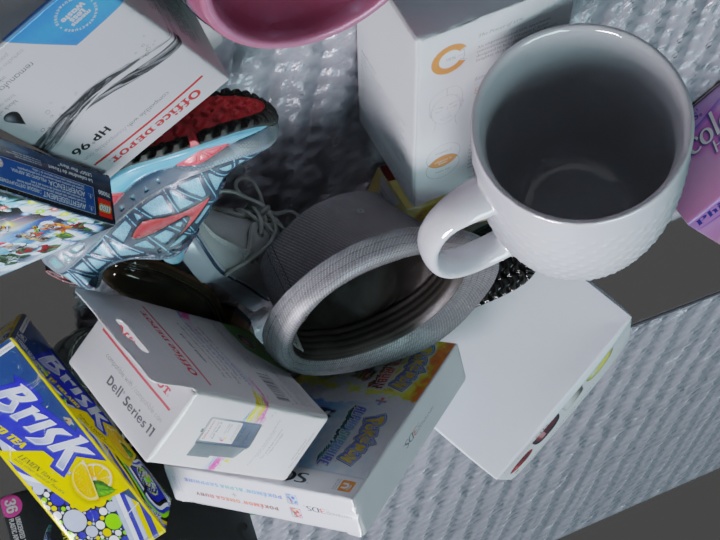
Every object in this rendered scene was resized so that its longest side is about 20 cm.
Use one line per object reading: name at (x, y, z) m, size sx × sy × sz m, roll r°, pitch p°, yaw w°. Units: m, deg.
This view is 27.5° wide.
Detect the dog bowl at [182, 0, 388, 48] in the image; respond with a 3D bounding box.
dog bowl at (-0.037, -0.219, 0.898) m, size 0.200 × 0.074 × 0.200 m, roll -24°, pitch 151°, yaw -14°

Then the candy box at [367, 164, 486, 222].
candy box at (0.044, -0.018, 1.319) m, size 0.115 × 0.055 × 0.200 m, roll -12°, pitch 147°, yaw -30°

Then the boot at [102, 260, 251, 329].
boot at (-0.157, 0.053, 1.163) m, size 0.200 × 0.075 × 0.097 m, roll 39°, pitch 67°, yaw -57°

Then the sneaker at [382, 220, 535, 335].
sneaker at (0.068, 0.009, 1.253) m, size 0.200 × 0.070 × 0.093 m, roll -24°, pitch -178°, yaw 20°

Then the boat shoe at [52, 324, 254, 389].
boat shoe at (-0.174, 0.065, 1.260) m, size 0.062 × 0.073 × 0.200 m, roll 3°, pitch -174°, yaw 41°

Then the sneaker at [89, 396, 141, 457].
sneaker at (-0.206, 0.131, 1.294) m, size 0.129 × 0.080 × 0.199 m, roll -24°, pitch 152°, yaw -15°

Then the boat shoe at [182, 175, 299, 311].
boat shoe at (-0.089, -0.027, 1.157) m, size 0.086 × 0.075 × 0.202 m, roll -34°, pitch 154°, yaw 6°

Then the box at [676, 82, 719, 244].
box at (0.402, -0.114, 1.468) m, size 0.176 × 0.097 × 0.200 m, roll -41°, pitch 150°, yaw 18°

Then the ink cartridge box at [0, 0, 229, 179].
ink cartridge box at (-0.165, -0.130, 0.923) m, size 0.116 × 0.068 × 0.200 m, roll -37°, pitch 152°, yaw 14°

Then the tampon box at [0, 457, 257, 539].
tampon box at (-0.193, 0.251, 1.278) m, size 0.200 × 0.150 × 0.126 m, roll -16°, pitch 161°, yaw -14°

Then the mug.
mug at (0.131, -0.056, 1.042) m, size 0.200 × 0.148 × 0.175 m, roll -28°, pitch 160°, yaw -3°

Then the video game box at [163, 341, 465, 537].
video game box at (-0.035, 0.125, 1.221) m, size 0.200 × 0.182 × 0.047 m, roll -52°, pitch 139°, yaw -44°

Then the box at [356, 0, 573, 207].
box at (0.072, -0.158, 1.077) m, size 0.124 × 0.098 × 0.200 m, roll -23°, pitch 152°, yaw -13°

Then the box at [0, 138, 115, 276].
box at (-0.277, -0.026, 0.944) m, size 0.200 × 0.040 × 0.137 m, roll -21°, pitch 158°, yaw 29°

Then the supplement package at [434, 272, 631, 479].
supplement package at (0.140, 0.079, 1.377) m, size 0.191 × 0.147 × 0.200 m, roll -50°, pitch 167°, yaw 1°

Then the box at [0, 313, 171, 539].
box at (-0.236, 0.137, 1.160) m, size 0.070 × 0.200 × 0.064 m, roll -34°, pitch -165°, yaw 6°

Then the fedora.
fedora at (0.000, 0.000, 1.145) m, size 0.200 × 0.090 × 0.177 m, roll -9°, pitch 146°, yaw -37°

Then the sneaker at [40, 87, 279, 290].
sneaker at (-0.139, -0.055, 1.035) m, size 0.200 × 0.079 × 0.096 m, roll -26°, pitch 124°, yaw 9°

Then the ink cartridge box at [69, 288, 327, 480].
ink cartridge box at (-0.130, 0.086, 1.079) m, size 0.067 × 0.117 × 0.200 m, roll -54°, pitch 145°, yaw 12°
